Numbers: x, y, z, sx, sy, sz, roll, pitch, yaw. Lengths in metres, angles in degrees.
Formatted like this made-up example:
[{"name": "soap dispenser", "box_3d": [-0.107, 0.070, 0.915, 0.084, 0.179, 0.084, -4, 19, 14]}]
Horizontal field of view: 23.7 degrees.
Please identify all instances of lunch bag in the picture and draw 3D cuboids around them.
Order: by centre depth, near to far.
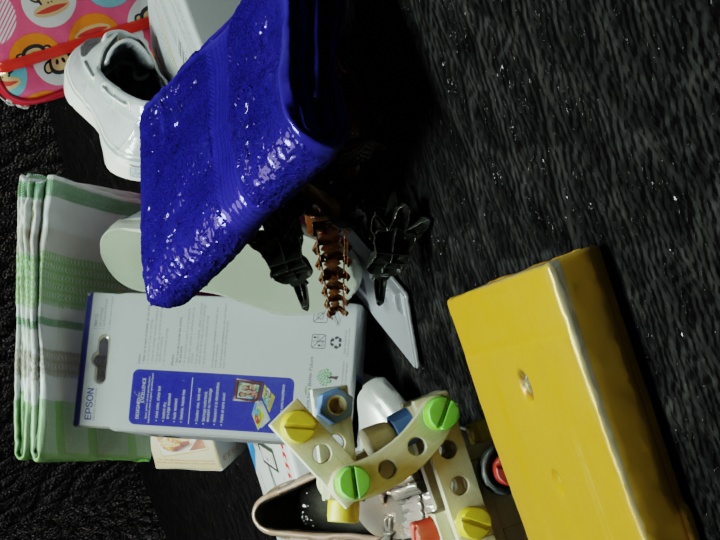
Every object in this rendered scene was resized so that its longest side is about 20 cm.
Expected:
[{"name": "lunch bag", "box_3d": [-0.213, -0.216, 1.356, 0.082, 0.199, 0.177, -132, 25, -64]}]

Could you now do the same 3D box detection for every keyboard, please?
[{"name": "keyboard", "box_3d": [0.000, 0.000, 1.176, 0.200, 0.011, 0.057, -129, 20, -59]}]

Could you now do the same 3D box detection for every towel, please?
[{"name": "towel", "box_3d": [-0.073, -0.082, 0.967, 0.200, 0.049, 0.148, -43, 38, 47]}, {"name": "towel", "box_3d": [-0.190, 0.037, 1.234, 0.149, 0.031, 0.202, 10, -102, -59]}]

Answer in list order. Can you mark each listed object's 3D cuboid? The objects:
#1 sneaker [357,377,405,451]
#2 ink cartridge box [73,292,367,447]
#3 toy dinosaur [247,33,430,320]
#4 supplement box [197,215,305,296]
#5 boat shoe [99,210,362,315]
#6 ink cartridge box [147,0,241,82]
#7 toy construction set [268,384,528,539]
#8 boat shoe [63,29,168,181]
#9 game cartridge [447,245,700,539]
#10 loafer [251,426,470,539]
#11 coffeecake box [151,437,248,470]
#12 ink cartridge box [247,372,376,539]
[{"name": "sneaker", "box_3d": [0.017, 0.175, 1.153, 0.075, 0.088, 0.201, -157, 51, -75]}, {"name": "ink cartridge box", "box_3d": [-0.097, 0.069, 1.197, 0.039, 0.199, 0.100, 47, -133, -76]}, {"name": "toy dinosaur", "box_3d": [-0.013, -0.052, 1.041, 0.136, 0.102, 0.200, -100, -16, -49]}, {"name": "supplement box", "box_3d": [-0.090, -0.024, 1.297, 0.101, 0.103, 0.201, 91, 160, -73]}, {"name": "boat shoe", "box_3d": [-0.083, -0.020, 1.183, 0.200, 0.072, 0.070, 6, 125, 26]}, {"name": "ink cartridge box", "box_3d": [-0.087, -0.156, 1.161, 0.200, 0.084, 0.145, 102, 148, -65]}, {"name": "toy construction set", "box_3d": [0.035, 0.150, 0.945, 0.092, 0.130, 0.201, -158, 52, -72]}, {"name": "boat shoe", "box_3d": [-0.167, -0.132, 1.210, 0.200, 0.072, 0.069, -114, 32, -59]}, {"name": "game cartridge", "box_3d": [0.107, 0.095, 0.812, 0.176, 0.032, 0.201, 154, 96, -77]}, {"name": "loafer", "box_3d": [0.005, 0.142, 1.059, 0.200, 0.063, 0.072, -24, 75, 53]}, {"name": "coffeecake box", "box_3d": [-0.129, 0.043, 1.444, 0.073, 0.153, 0.201, -3, 111, 31]}, {"name": "ink cartridge box", "box_3d": [-0.025, 0.153, 1.309, 0.200, 0.084, 0.147, -174, 67, -77]}]
